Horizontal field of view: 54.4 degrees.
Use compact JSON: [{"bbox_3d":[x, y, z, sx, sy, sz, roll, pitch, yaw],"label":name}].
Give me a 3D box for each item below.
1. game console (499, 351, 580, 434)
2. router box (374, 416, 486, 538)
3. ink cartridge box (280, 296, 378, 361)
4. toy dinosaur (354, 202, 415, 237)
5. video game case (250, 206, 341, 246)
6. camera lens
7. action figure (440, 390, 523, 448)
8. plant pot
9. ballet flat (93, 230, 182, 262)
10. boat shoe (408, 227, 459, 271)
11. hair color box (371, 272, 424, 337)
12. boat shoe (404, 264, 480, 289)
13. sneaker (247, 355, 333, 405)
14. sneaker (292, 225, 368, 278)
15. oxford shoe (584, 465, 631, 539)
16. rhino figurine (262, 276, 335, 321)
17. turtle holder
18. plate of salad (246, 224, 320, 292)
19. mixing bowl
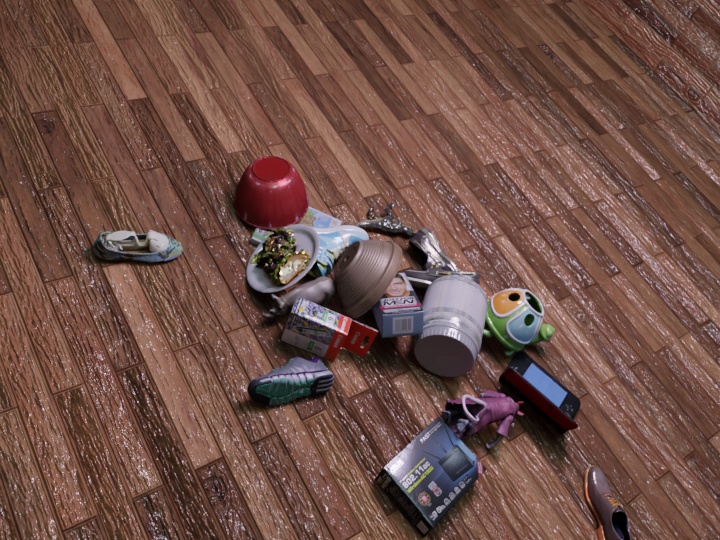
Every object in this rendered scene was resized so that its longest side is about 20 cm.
[{"bbox_3d":[0.441,0.276,1.662,0.199,0.120,0.172,40,48,12],"label":"game console"},{"bbox_3d":[0.147,0.422,1.451,0.150,0.063,0.198,44,49,17],"label":"router box"},{"bbox_3d":[-0.070,0.144,1.553,0.195,0.110,0.051,23,46,-4],"label":"ink cartridge box"},{"bbox_3d":[0.060,-0.136,1.888,0.194,0.048,0.090,2,58,-17],"label":"toy dinosaur"},{"bbox_3d":[-0.159,-0.099,1.775,0.195,0.022,0.185,23,47,-4],"label":"video game case"},{"bbox_3d":[0.215,0.126,1.657,0.156,0.162,0.203,24,46,-2],"label":"camera lens"},{"bbox_3d":[0.282,0.303,1.554,0.194,0.151,0.136,-6,50,-19],"label":"action figure"},{"bbox_3d":[0.000,0.000,1.628,0.092,0.200,0.204,35,44,-18],"label":"plant pot"},{"bbox_3d":[-0.492,-0.059,1.565,0.195,0.075,0.076,-5,54,-27],"label":"ballet flat"},{"bbox_3d":[0.195,-0.016,1.840,0.072,0.075,0.202,-30,71,-11],"label":"boat shoe"},{"bbox_3d":[0.078,0.078,1.638,0.096,0.062,0.201,-4,25,-9],"label":"hair color box"},{"bbox_3d":[0.203,0.019,1.767,0.195,0.072,0.062,10,79,13],"label":"boat shoe"},{"bbox_3d":[-0.157,0.227,1.488,0.195,0.076,0.088,0,35,-33],"label":"sneaker"},{"bbox_3d":[-0.066,-0.038,1.701,0.194,0.081,0.133,-3,52,-14],"label":"sneaker"},{"bbox_3d":[0.550,0.520,1.539,0.069,0.074,0.204,6,50,-18],"label":"oxford shoe"},{"bbox_3d":[-0.139,0.068,1.600,0.196,0.088,0.060,-19,59,-31],"label":"rhino figurine"},{"bbox_3d":[0.394,0.130,1.735,0.186,0.131,0.141,48,31,-1],"label":"turtle holder"},{"bbox_3d":[-0.185,-0.036,1.625,0.195,0.048,0.204,-17,46,18],"label":"plate of salad"},{"bbox_3d":[-0.224,-0.213,1.754,0.194,0.110,0.204,3,47,-3],"label":"mixing bowl"}]
